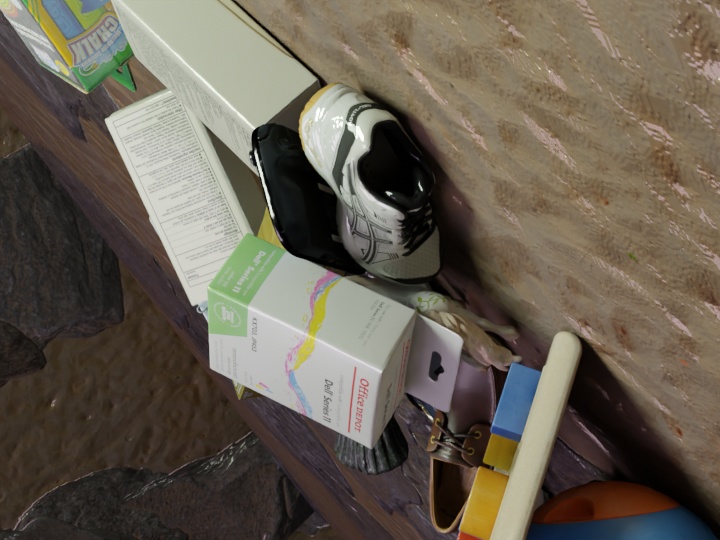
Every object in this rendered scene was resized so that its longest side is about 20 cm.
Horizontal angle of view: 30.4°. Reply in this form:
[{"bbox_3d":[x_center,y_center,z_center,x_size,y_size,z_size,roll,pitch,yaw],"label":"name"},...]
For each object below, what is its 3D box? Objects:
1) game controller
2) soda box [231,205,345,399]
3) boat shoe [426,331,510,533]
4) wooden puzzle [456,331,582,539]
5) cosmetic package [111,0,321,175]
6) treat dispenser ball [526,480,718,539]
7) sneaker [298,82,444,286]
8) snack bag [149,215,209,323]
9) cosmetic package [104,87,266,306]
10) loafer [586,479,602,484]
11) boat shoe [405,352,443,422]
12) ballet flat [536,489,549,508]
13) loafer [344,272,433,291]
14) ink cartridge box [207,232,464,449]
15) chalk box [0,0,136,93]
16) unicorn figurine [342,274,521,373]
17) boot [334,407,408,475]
[{"bbox_3d":[-0.034,-0.055,1.076,0.200,0.042,0.106,16,-115,-69],"label":"game controller"},{"bbox_3d":[-0.072,0.030,1.224,0.068,0.063,0.201,65,147,35],"label":"soda box"},{"bbox_3d":[0.098,0.153,1.204,0.071,0.067,0.203,19,120,27],"label":"boat shoe"},{"bbox_3d":[0.116,0.155,1.064,0.046,0.187,0.200,19,162,4],"label":"wooden puzzle"},{"bbox_3d":[-0.119,-0.173,1.128,0.200,0.073,0.104,43,166,21],"label":"cosmetic package"},{"bbox_3d":[0.205,0.273,1.066,0.201,0.201,0.201,45,167,13],"label":"treat dispenser ball"},{"bbox_3d":[0.023,-0.050,1.014,0.087,0.076,0.201,28,159,46],"label":"sneaker"},{"bbox_3d":[-0.147,0.007,1.421,0.202,0.021,0.189,62,-166,-7],"label":"snack bag"},{"bbox_3d":[-0.151,-0.082,1.287,0.202,0.102,0.087,67,-155,-13],"label":"cosmetic package"},{"bbox_3d":[0.216,0.241,1.245,0.063,0.072,0.201,46,170,33],"label":"loafer"},{"bbox_3d":[0.105,0.139,1.323,0.201,0.070,0.091,51,170,22],"label":"boat shoe"},{"bbox_3d":[0.169,0.245,1.411,0.073,0.073,0.201,39,162,33],"label":"ballet flat"},{"bbox_3d":[0.000,0.000,1.244,0.200,0.070,0.070,41,165,31],"label":"loafer"},{"bbox_3d":[-0.023,0.066,1.065,0.198,0.068,0.118,24,143,15],"label":"ink cartridge box"},{"bbox_3d":[-0.266,-0.260,1.256,0.124,0.124,0.201,32,160,47],"label":"chalk box"},{"bbox_3d":[0.042,0.040,1.122,0.136,0.075,0.199,19,165,-30],"label":"unicorn figurine"},{"bbox_3d":[0.004,0.133,1.304,0.211,0.078,0.160,-105,6,-77],"label":"boot"}]
